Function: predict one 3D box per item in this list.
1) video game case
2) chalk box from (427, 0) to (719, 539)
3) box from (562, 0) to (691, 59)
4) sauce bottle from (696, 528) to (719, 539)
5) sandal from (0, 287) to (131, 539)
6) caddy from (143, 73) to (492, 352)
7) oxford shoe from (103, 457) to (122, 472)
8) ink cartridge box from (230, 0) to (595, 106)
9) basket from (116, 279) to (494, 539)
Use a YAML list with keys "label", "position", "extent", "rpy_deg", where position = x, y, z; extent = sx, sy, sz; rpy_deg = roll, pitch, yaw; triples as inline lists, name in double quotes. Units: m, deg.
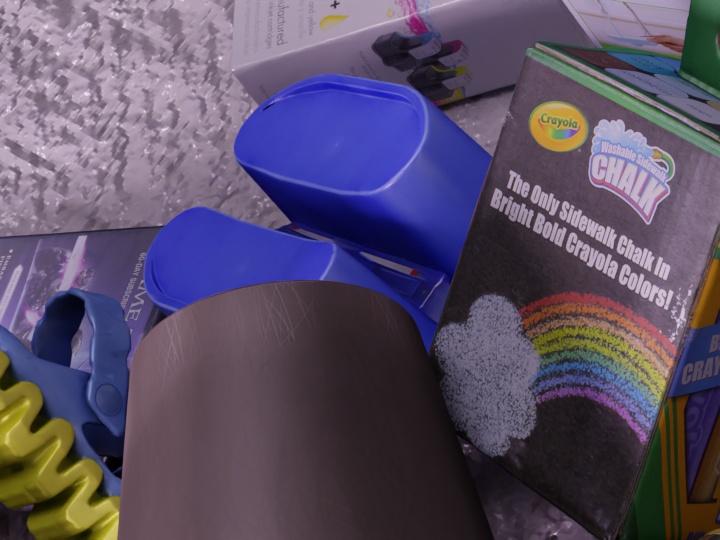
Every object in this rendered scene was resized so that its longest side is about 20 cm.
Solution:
- label: "video game case"
  position: [-0.170, 0.046, 1.362]
  extent: [0.199, 0.019, 0.143]
  rpy_deg: [-3, 56, 38]
- label: "chalk box"
  position: [0.127, -0.012, 1.115]
  extent: [0.125, 0.124, 0.201]
  rpy_deg: [34, 112, 42]
- label: "box"
  position: [0.169, -0.138, 1.141]
  extent: [0.199, 0.176, 0.097]
  rpy_deg: [11, 68, 35]
- label: "sauce bottle"
  position: [0.130, 0.127, 1.042]
  extent: [0.066, 0.066, 0.200]
  rpy_deg: [10, 18, 33]
- label: "sandal"
  position: [-0.091, 0.084, 1.162]
  extent: [0.079, 0.200, 0.087]
  rpy_deg: [-14, 27, 50]
- label: "caddy"
  position: [0.000, 0.000, 1.245]
  extent: [0.142, 0.105, 0.200]
  rpy_deg: [-52, 27, -11]
- label: "oxford shoe"
  position: [-0.099, 0.136, 1.233]
  extent: [0.071, 0.073, 0.201]
  rpy_deg: [-8, 54, 25]
- label: "ink cartridge box"
  position: [0.044, -0.143, 1.359]
  extent: [0.199, 0.068, 0.116]
  rpy_deg: [-15, 51, 20]
- label: "basket"
  position: [-0.018, 0.117, 1.067]
  extent: [0.179, 0.136, 0.201]
  rpy_deg: [-5, 60, -6]
